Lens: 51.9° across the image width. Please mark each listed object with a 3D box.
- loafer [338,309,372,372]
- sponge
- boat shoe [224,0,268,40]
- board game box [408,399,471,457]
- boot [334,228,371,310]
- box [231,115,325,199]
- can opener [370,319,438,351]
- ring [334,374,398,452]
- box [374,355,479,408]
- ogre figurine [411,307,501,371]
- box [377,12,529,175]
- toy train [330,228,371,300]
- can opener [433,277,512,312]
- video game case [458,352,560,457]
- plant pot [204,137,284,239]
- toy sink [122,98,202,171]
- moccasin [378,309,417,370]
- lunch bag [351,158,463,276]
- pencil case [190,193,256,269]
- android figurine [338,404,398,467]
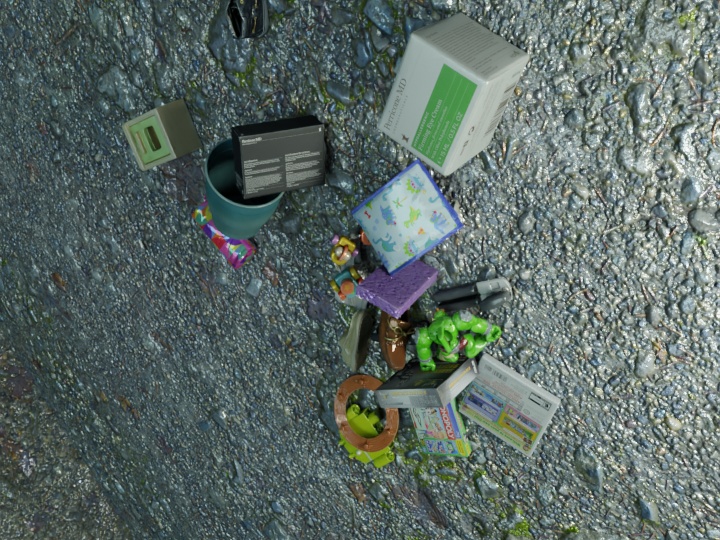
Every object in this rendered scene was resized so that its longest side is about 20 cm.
[{"bbox_3d":[-0.019,0.171,1.838,0.067,0.076,0.204,27,135,20],"label":"loafer"},{"bbox_3d":[0.082,0.027,1.614,0.110,0.199,0.030,27,126,19],"label":"sponge"},{"bbox_3d":[-0.250,-0.603,1.592,0.069,0.091,0.206,9,119,31],"label":"boat shoe"},{"bbox_3d":[0.188,0.364,1.832,0.132,0.029,0.205,-6,110,39],"label":"board game box"},{"bbox_3d":[0.000,0.000,1.758,0.093,0.074,0.204,18,127,11],"label":"boot"},{"bbox_3d":[-0.181,-0.256,1.653,0.079,0.195,0.145,-131,35,-52],"label":"box"},{"bbox_3d":[0.103,0.158,1.759,0.196,0.063,0.081,0,112,36],"label":"can opener"},{"bbox_3d":[0.011,0.375,1.932,0.195,0.019,0.207,3,97,31],"label":"ring"},{"bbox_3d":[0.151,0.255,1.700,0.197,0.157,0.050,-11,105,46],"label":"box"},{"bbox_3d":[0.200,0.148,1.628,0.196,0.100,0.120,-10,139,34],"label":"ogre figurine"},{"bbox_3d":[0.170,-0.327,1.360,0.170,0.199,0.202,36,131,16],"label":"box"},{"bbox_3d":[0.002,-0.016,1.685,0.145,0.056,0.206,4,110,-6],"label":"toy train"},{"bbox_3d":[0.238,0.061,1.606,0.196,0.067,0.055,-14,105,40],"label":"can opener"},{"bbox_3d":[0.337,0.309,1.698,0.197,0.022,0.185,31,128,19],"label":"video game case"},{"bbox_3d":[-0.287,-0.181,1.787,0.199,0.200,0.189,41,145,9],"label":"plant pot"},{"bbox_3d":[-0.530,-0.344,1.922,0.196,0.112,0.134,-9,108,39],"label":"toy sink"},{"bbox_3d":[0.088,0.123,1.697,0.077,0.072,0.208,-15,65,53],"label":"moccasin"},{"bbox_3d":[0.105,-0.117,1.568,0.172,0.127,0.199,54,136,-1],"label":"lunch bag"},{"bbox_3d":[-0.360,-0.102,1.949,0.201,0.088,0.088,49,132,1],"label":"pencil case"},{"bbox_3d":[0.014,0.448,1.998,0.184,0.041,0.199,53,130,0],"label":"android figurine"}]
